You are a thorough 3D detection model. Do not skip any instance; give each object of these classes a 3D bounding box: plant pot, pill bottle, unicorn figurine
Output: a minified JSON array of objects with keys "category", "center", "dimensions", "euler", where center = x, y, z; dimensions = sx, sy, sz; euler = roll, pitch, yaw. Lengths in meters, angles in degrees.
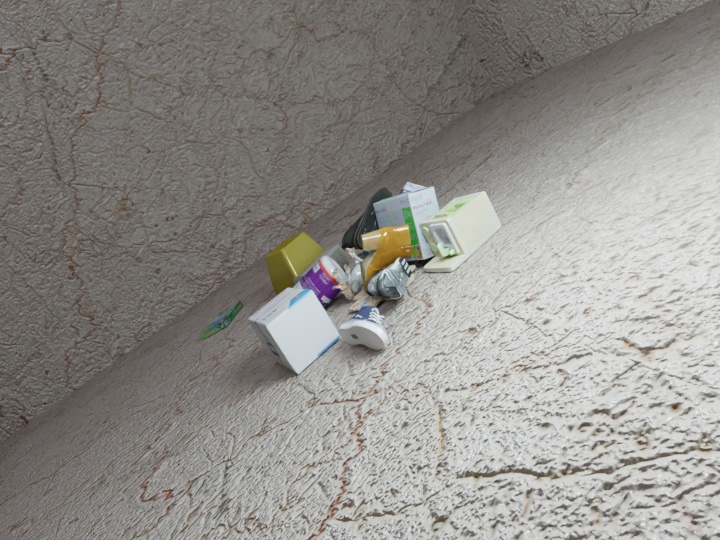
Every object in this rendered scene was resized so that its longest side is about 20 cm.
[{"category":"plant pot","center":[-0.244,-0.025,2.011],"dimensions":[0.197,0.179,0.200],"euler":[-14,23,49]},{"category":"pill bottle","center":[-0.136,0.062,1.586],"dimensions":[0.200,0.112,0.113],"euler":[-45,12,9]},{"category":"unicorn figurine","center":[0.000,0.000,1.551],"dimensions":[0.202,0.138,0.073],"euler":[-53,30,-17]}]

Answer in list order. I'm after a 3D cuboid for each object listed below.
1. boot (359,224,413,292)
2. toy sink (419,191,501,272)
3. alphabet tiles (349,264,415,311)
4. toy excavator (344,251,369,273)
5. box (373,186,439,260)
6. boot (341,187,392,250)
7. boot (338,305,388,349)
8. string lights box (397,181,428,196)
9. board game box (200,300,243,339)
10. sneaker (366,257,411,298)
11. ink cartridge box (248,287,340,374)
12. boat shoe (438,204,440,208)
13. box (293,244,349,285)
[{"category":"boot","center":[0.071,-0.027,1.414],"dimensions":[0.139,0.205,0.072],"euler":[-8,42,-9]},{"category":"toy sink","center":[0.237,-0.101,1.349],"dimensions":[0.199,0.114,0.129],"euler":[-39,15,-22]},{"category":"alphabet tiles","center":[0.061,0.051,1.436],"dimensions":[0.195,0.015,0.198],"euler":[-41,16,-29]},{"category":"toy excavator","center":[0.029,-0.061,1.654],"dimensions":[0.197,0.099,0.200],"euler":[-16,54,43]},{"category":"box","center":[0.139,-0.126,1.481],"dimensions":[0.095,0.182,0.198],"euler":[-19,8,-26]},{"category":"boot","center":[0.011,-0.154,1.602],"dimensions":[0.203,0.077,0.137],"euler":[-59,22,-18]},{"category":"boot","center":[0.023,0.117,1.182],"dimensions":[0.090,0.073,0.198],"euler":[-44,17,-22]},{"category":"string lights box","center":[0.150,-0.189,1.743],"dimensions":[0.101,0.059,0.202],"euler":[22,70,39]},{"category":"board game box","center":[-0.602,0.214,2.305],"dimensions":[0.132,0.030,0.201],"euler":[-29,15,20]},{"category":"sneaker","center":[0.056,0.042,1.326],"dimensions":[0.114,0.076,0.200],"euler":[-31,3,26]},{"category":"ink cartridge box","center":[-0.176,0.148,1.364],"dimensions":[0.146,0.148,0.199],"euler":[-38,15,-20]},{"category":"boat shoe","center":[0.180,-0.192,1.820],"dimensions":[0.194,0.074,0.068],"euler":[-19,59,12]},{"category":"box","center":[-0.132,0.007,1.837],"dimensions":[0.077,0.097,0.200],"euler":[-17,20,47]}]
